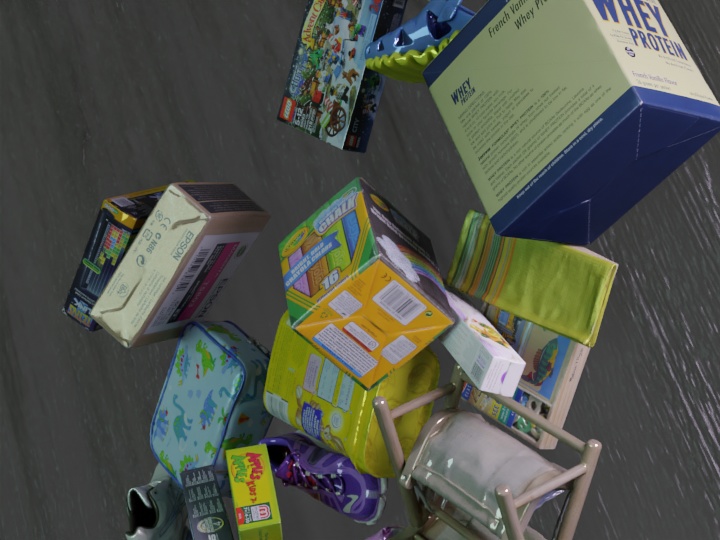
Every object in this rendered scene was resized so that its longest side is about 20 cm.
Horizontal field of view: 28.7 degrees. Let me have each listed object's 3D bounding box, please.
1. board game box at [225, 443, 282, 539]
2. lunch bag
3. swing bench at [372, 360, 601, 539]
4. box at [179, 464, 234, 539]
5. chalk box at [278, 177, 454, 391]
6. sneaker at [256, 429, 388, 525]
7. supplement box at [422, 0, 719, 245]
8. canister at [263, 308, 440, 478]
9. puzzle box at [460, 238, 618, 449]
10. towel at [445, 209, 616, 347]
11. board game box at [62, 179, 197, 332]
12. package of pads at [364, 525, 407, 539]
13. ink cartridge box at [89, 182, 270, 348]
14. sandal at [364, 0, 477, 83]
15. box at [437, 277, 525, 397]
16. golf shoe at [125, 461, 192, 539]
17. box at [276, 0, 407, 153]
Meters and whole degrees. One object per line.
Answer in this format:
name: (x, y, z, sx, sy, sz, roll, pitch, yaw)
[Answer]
board game box: (-0.117, 0.295, 1.607, 0.200, 0.048, 0.102, 90, 169, -52)
lunch bag: (-0.184, 0.170, 1.760, 0.161, 0.082, 0.200, 35, 112, 43)
swing bench: (0.115, 0.229, 1.378, 0.199, 0.130, 0.200, 31, 130, 45)
box: (-0.163, 0.343, 1.631, 0.200, 0.049, 0.162, -122, 23, -64)
chalk box: (0.000, 0.000, 1.474, 0.124, 0.125, 0.200, -40, 30, 17)
sneaker: (-0.047, 0.236, 1.600, 0.200, 0.083, 0.081, 13, 96, 47)
supplement box: (0.196, -0.164, 1.327, 0.200, 0.134, 0.200, -45, 55, 36)
canister: (-0.016, 0.128, 1.574, 0.200, 0.086, 0.149, 22, 101, 49)
puzzle box: (0.172, 0.061, 1.414, 0.133, 0.025, 0.200, 30, 109, 46)
towel: (0.164, 0.005, 1.396, 0.200, 0.018, 0.086, 25, 105, 47)
board game box: (-0.276, -0.022, 1.796, 0.057, 0.200, 0.166, 30, 112, 18)
package of pads: (0.000, 0.366, 1.539, 0.200, 0.076, 0.121, -36, 58, 40)
ink cartridge box: (-0.219, -0.009, 1.728, 0.075, 0.165, 0.200, 39, 107, 17)
sandal: (0.087, -0.256, 1.510, 0.200, 0.079, 0.087, -10, 75, 39)
box: (0.107, 0.063, 1.431, 0.042, 0.039, 0.200, -68, 25, 16)
golf shoe: (-0.251, 0.288, 1.774, 0.078, 0.097, 0.200, -28, 33, 15)
box: (-0.022, -0.252, 1.654, 0.136, 0.038, 0.200, 28, 107, 46)
